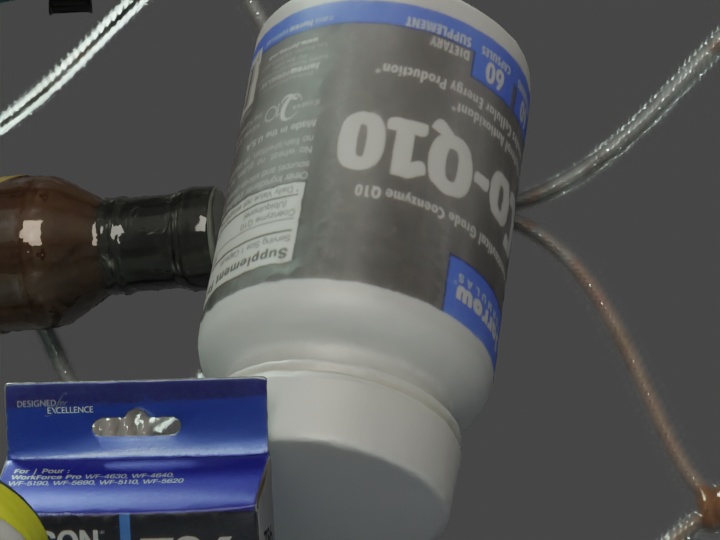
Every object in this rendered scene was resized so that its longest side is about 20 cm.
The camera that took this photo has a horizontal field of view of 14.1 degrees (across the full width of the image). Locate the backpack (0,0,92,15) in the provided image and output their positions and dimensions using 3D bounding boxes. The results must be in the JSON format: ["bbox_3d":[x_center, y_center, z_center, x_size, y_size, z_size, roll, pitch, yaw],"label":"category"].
[{"bbox_3d":[-0.172,-0.220,1.260,0.175,0.154,0.200,-12,50,7],"label":"backpack"}]

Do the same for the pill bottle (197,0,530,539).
[{"bbox_3d":[0.000,0.000,1.114,0.113,0.114,0.201,3,59,10],"label":"pill bottle"}]

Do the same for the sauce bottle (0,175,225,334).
[{"bbox_3d":[-0.150,-0.004,1.161,0.199,0.065,0.065,-3,57,10],"label":"sauce bottle"}]

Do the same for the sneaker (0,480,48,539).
[{"bbox_3d":[-0.194,0.101,0.866,0.199,0.075,0.085,-4,41,1],"label":"sneaker"}]

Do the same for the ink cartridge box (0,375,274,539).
[{"bbox_3d":[-0.078,0.138,1.019,0.099,0.039,0.201,-3,92,7],"label":"ink cartridge box"}]
